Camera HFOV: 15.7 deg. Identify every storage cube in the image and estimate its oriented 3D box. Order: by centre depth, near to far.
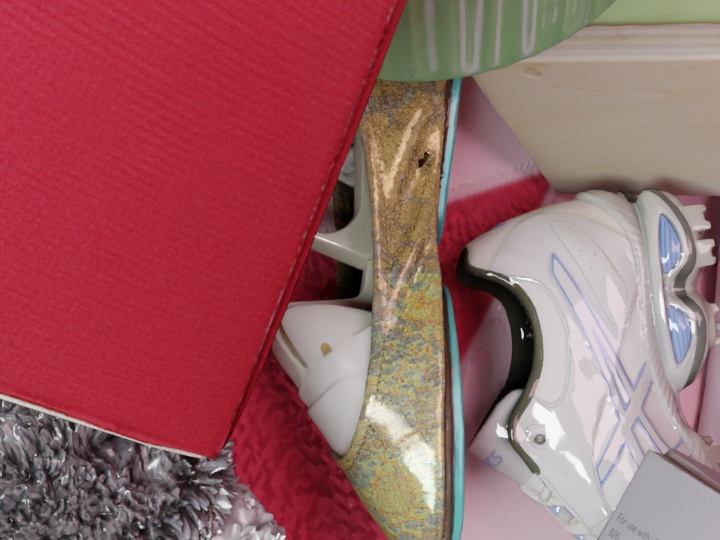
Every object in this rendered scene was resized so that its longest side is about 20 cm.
[{"bbox_3d":[-0.094,-0.081,0.627,0.199,0.171,0.180,20,97,-20],"label":"storage cube"}]

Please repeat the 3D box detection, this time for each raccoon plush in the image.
[{"bbox_3d":[-0.100,0.087,0.752,0.200,0.097,0.135,-17,94,-38],"label":"raccoon plush"}]

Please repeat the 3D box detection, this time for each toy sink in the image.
[{"bbox_3d":[0.129,-0.138,0.933,0.112,0.130,0.201,48,51,-54],"label":"toy sink"}]

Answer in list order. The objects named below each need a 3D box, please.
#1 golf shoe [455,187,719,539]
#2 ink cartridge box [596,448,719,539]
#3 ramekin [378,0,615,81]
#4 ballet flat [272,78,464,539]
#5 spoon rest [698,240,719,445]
[{"bbox_3d":[0.084,0.073,0.922,0.097,0.078,0.201,-8,82,-17],"label":"golf shoe"},{"bbox_3d":[0.116,0.179,0.845,0.145,0.087,0.201,29,90,-28],"label":"ink cartridge box"},{"bbox_3d":[0.017,-0.159,0.843,0.199,0.098,0.201,-1,66,3],"label":"ramekin"},{"bbox_3d":[0.000,0.000,0.872,0.070,0.071,0.201,11,73,-35],"label":"ballet flat"},{"bbox_3d":[0.167,0.028,1.000,0.099,0.061,0.200,41,44,-23],"label":"spoon rest"}]
